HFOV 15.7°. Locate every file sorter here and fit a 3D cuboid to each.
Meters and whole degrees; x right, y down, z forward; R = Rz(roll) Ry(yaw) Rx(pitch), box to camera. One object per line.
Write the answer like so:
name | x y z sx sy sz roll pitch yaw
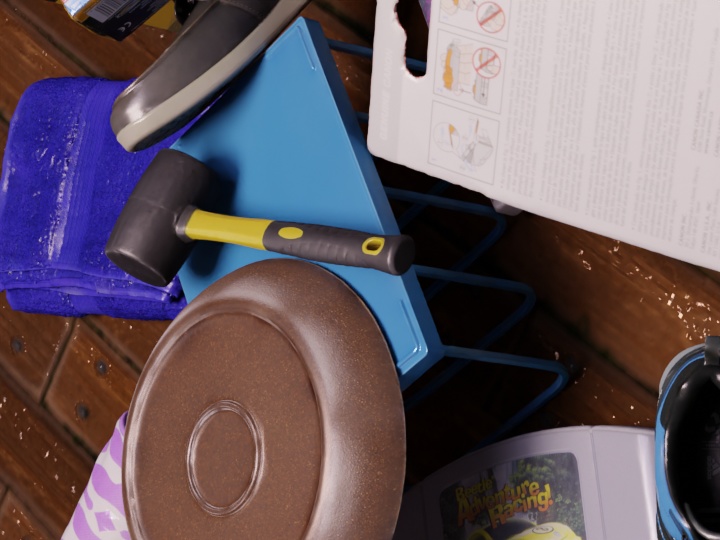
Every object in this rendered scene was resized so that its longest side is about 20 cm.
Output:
file sorter | 0.000 0.000 1.339 0.139 0.122 0.201 -41 56 34

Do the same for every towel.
towel | -0.148 -0.044 1.555 0.199 0.049 0.149 3 86 47

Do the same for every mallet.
mallet | -0.043 -0.026 1.264 0.199 0.041 0.066 0 60 44

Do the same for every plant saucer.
plant saucer | -0.057 0.092 1.274 0.200 0.032 0.201 -8 78 46

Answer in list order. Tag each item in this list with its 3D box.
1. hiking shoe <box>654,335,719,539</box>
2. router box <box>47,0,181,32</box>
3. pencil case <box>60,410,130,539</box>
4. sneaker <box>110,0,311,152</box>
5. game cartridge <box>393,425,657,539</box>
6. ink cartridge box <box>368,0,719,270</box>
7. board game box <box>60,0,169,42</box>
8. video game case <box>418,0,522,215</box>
hiking shoe | 0.157 0.131 1.153 0.074 0.087 0.201 -9 85 12
router box | -0.086 -0.226 1.444 0.200 0.157 0.052 -52 50 28
pencil case | -0.139 0.174 1.490 0.201 0.084 0.086 -61 24 18
sneaker | -0.082 -0.157 1.356 0.200 0.106 0.075 -47 4 -21
game cartridge | 0.088 0.149 1.285 0.200 0.041 0.134 -23 63 42
ink cartridge box | 0.103 -0.104 1.211 0.199 0.047 0.161 19 121 26
board game box | -0.098 -0.241 1.304 0.200 0.057 0.166 -38 68 13
video game case | 0.090 -0.149 1.340 0.143 0.018 0.201 -42 52 34
